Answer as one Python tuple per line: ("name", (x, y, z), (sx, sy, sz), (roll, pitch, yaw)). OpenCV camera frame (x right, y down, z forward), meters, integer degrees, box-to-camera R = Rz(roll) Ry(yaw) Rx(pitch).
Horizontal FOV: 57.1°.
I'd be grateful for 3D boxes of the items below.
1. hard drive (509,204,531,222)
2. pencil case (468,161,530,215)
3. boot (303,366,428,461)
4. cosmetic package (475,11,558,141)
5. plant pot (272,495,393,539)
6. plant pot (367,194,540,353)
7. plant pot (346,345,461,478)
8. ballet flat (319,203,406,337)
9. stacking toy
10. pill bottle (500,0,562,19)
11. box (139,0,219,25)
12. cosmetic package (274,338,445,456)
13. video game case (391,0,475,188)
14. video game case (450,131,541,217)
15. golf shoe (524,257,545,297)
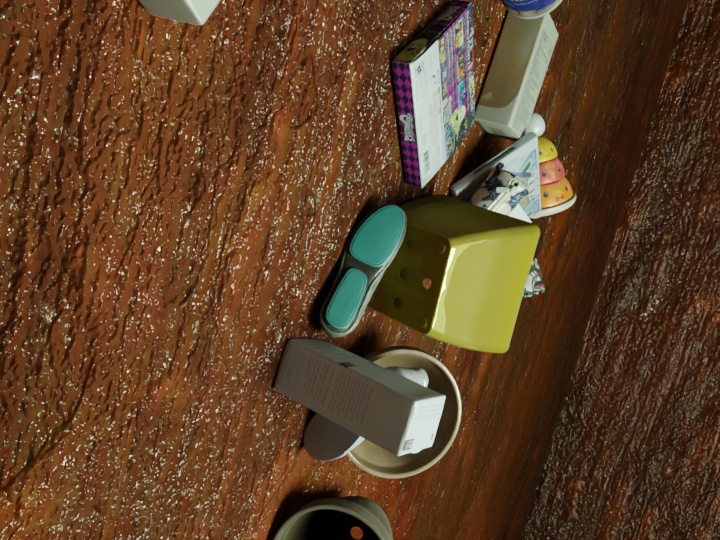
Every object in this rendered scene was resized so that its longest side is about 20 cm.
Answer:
("hard drive", (0.236, -0.032, 1.230), (0.201, 0.027, 0.132), (-50, 132, 1))
("pencil case", (0.201, -0.082, 1.123), (0.201, 0.077, 0.089), (-52, 171, 4))
("boot", (0.012, 0.205, 0.945), (0.199, 0.074, 0.095), (-39, 156, 25))
("cosmetic package", (0.271, -0.339, 1.151), (0.105, 0.070, 0.204), (15, 94, -62))
("plant pot", (-0.023, 0.433, 1.013), (0.173, 0.197, 0.204), (4, 105, -76))
("plant pot", (0.117, 0.004, 0.984), (0.175, 0.198, 0.204), (-3, 110, -47))
("plant pot", (0.051, 0.210, 1.038), (0.093, 0.197, 0.205), (-138, -116, -76))
("ballet flat", (0.000, 0.000, 0.910), (0.202, 0.067, 0.064), (-62, 178, -15))
("stacking toy", (0.358, -0.221, 1.357), (0.146, 0.144, 0.204), (-35, 118, -46))
("pill bottle", (0.232, -0.462, 0.964), (0.199, 0.114, 0.118), (11, 98, -61))
("box", (-0.158, -0.271, 0.442), (0.083, 0.067, 0.201), (-60, 150, -17))
("cosmetic package", (-0.002, 0.155, 0.839), (0.101, 0.197, 0.075), (12, 96, -61))
("video game case", (0.113, -0.254, 0.961), (0.182, 0.035, 0.202), (-51, 146, -32))
("video game case", (0.255, -0.132, 1.221), (0.181, 0.022, 0.201), (-34, 143, -8))
("golf shoe", (0.388, 0.020, 1.598), (0.199, 0.076, 0.090), (-10, 96, -61))
